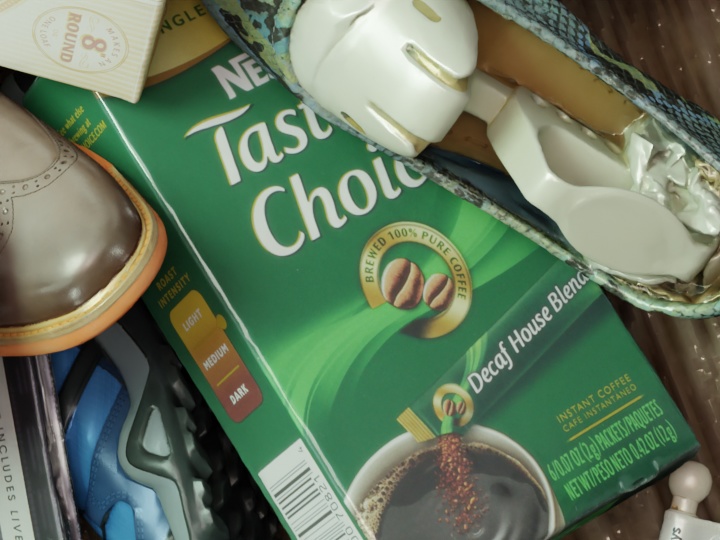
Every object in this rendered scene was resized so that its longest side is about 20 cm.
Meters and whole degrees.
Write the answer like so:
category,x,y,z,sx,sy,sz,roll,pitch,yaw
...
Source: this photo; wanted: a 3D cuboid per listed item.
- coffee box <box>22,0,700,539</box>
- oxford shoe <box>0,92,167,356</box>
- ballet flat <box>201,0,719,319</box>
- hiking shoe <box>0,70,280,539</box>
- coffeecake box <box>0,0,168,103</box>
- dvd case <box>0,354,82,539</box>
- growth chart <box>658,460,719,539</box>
category,x,y,z,sx,sy,sz,roll,pitch,yaw
coffee box,0.000,0.000,0.900,0.123,0.044,0.200,-26,81,-32
oxford shoe,-0.135,-0.034,0.865,0.200,0.073,0.071,24,69,42
ballet flat,0.040,-0.048,0.866,0.199,0.074,0.074,27,87,-13
hiking shoe,-0.089,0.040,0.927,0.086,0.074,0.201,-26,74,13
coffeecake box,-0.136,-0.143,0.809,0.199,0.154,0.073,15,50,-5
dvd case,-0.175,0.082,0.918,0.199,0.016,0.149,-13,85,24
growth chart,0.176,0.123,0.914,0.199,0.018,0.145,8,85,5
